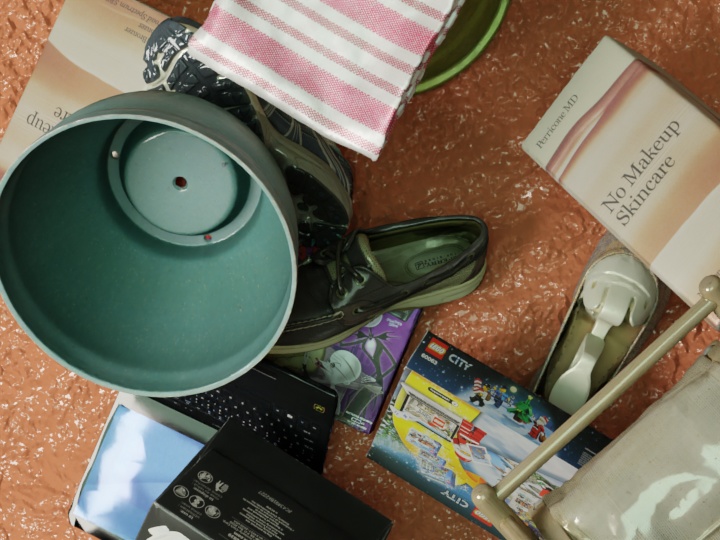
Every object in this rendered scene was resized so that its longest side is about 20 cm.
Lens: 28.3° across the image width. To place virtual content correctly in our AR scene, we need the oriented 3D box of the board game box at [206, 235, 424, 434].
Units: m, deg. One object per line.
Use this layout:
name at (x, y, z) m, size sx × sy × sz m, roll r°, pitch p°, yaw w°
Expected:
board game box at (-0.059, 0.030, 1.089) m, size 0.198 × 0.032 × 0.121 m, roll 23°, pitch 91°, yaw 8°

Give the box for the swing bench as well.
swing bench at (0.209, 0.151, 0.862) m, size 0.199 × 0.200 × 0.130 m, roll -41°, pitch 43°, yaw 0°

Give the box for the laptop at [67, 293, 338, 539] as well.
laptop at (-0.123, 0.140, 1.061) m, size 0.176 × 0.201 × 0.104 m, roll 24°, pitch 56°, yaw 7°

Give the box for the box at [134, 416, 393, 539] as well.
box at (-0.094, 0.241, 1.016) m, size 0.148 × 0.124 × 0.201 m, roll 32°, pitch 121°, yaw 7°

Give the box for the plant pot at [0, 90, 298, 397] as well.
plant pot at (-0.130, -0.037, 0.954) m, size 0.198 × 0.135 × 0.202 m, roll 3°, pitch 119°, yaw 6°

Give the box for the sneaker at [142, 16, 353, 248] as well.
sneaker at (-0.079, -0.108, 1.037) m, size 0.077 × 0.087 × 0.200 m, roll -27°, pitch 117°, yaw 29°

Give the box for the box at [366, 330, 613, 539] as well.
box at (0.109, 0.140, 1.013) m, size 0.199 × 0.137 × 0.038 m, roll 31°, pitch 55°, yaw 7°

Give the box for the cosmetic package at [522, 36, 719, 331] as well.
cosmetic package at (0.218, -0.055, 0.958) m, size 0.104 × 0.087 × 0.200 m, roll -54°, pitch 54°, yaw 15°

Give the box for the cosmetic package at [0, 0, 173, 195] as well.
cosmetic package at (-0.197, -0.105, 1.070) m, size 0.103 × 0.087 × 0.201 m, roll 26°, pitch 95°, yaw 19°

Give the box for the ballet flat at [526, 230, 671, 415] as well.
ballet flat at (0.173, 0.048, 1.030) m, size 0.068 × 0.067 × 0.201 m, roll 25°, pitch 95°, yaw 9°

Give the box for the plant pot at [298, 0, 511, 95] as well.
plant pot at (0.005, -0.229, 0.993) m, size 0.198 × 0.184 × 0.203 m, roll 0°, pitch 92°, yaw 10°

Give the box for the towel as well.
towel at (-0.006, -0.189, 0.888) m, size 0.146 × 0.030 × 0.201 m, roll 29°, pitch 96°, yaw 8°

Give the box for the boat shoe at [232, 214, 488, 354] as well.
boat shoe at (0.001, 0.001, 1.022) m, size 0.199 × 0.066 × 0.072 m, roll -15°, pitch 57°, yaw -17°
